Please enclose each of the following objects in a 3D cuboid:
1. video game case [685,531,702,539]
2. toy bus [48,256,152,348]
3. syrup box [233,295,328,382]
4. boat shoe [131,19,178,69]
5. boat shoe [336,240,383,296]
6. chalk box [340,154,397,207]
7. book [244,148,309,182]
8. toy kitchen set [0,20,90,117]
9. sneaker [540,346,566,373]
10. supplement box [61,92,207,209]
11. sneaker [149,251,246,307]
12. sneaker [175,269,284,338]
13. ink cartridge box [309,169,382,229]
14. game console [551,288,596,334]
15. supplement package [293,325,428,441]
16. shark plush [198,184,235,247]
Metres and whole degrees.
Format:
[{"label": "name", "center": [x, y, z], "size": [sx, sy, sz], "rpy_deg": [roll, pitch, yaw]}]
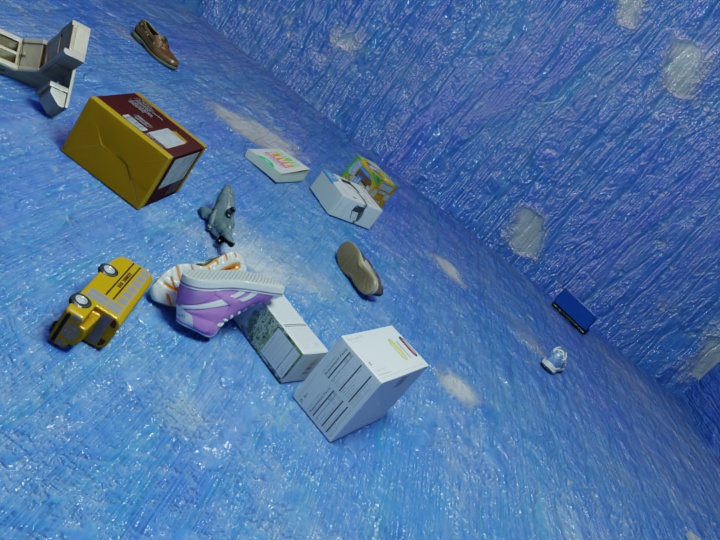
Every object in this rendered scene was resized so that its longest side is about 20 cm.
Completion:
[{"label": "video game case", "center": [0.989, 0.830, 1.820], "size": [0.182, 0.022, 0.200], "rpy_deg": [36, 20, -9]}, {"label": "toy bus", "center": [-0.383, 0.050, 0.999], "size": [0.078, 0.065, 0.200], "rpy_deg": [36, 19, -14]}, {"label": "syrup box", "center": [-0.160, 0.107, 1.251], "size": [0.200, 0.079, 0.081], "rpy_deg": [49, 22, 25]}, {"label": "boat shoe", "center": [-0.672, -0.750, 2.217], "size": [0.200, 0.068, 0.072], "rpy_deg": [42, 18, 4]}, {"label": "boat shoe", "center": [0.000, 0.000, 1.796], "size": [0.065, 0.072, 0.200], "rpy_deg": [36, 13, -47]}, {"label": "chalk box", "center": [0.015, -0.333, 2.456], "size": [0.125, 0.124, 0.200], "rpy_deg": [10, 35, -54]}, {"label": "book", "center": [-0.259, -0.330, 2.089], "size": [0.133, 0.048, 0.200], "rpy_deg": [38, 21, 9]}, {"label": "toy kitchen set", "center": [-0.689, -0.427, 1.370], "size": [0.180, 0.199, 0.164], "rpy_deg": [18, 70, -45]}, {"label": "sneaker", "center": [0.695, 0.310, 2.344], "size": [0.076, 0.077, 0.200], "rpy_deg": [43, 18, 17]}, {"label": "supplement box", "center": [-0.470, -0.259, 1.414], "size": [0.197, 0.133, 0.200], "rpy_deg": [38, 20, -3]}, {"label": "sneaker", "center": [-0.298, 0.022, 1.211], "size": [0.200, 0.077, 0.079], "rpy_deg": [-20, 97, -51]}, {"label": "sneaker", "center": [-0.231, 0.061, 1.173], "size": [0.200, 0.115, 0.073], "rpy_deg": [3, 16, -38]}, {"label": "ink cartridge box", "center": [-0.046, -0.230, 2.183], "size": [0.200, 0.084, 0.145], "rpy_deg": [17, 29, -48]}, {"label": "game console", "center": [1.001, 0.185, 3.103], "size": [0.200, 0.118, 0.170], "rpy_deg": [48, 22, 21]}, {"label": "supplement package", "center": [0.005, 0.200, 1.228], "size": [0.111, 0.156, 0.200], "rpy_deg": [46, 21, 19]}, {"label": "shark plush", "center": [-0.304, -0.117, 1.473], "size": [0.091, 0.083, 0.200], "rpy_deg": [32, 21, -20]}]
